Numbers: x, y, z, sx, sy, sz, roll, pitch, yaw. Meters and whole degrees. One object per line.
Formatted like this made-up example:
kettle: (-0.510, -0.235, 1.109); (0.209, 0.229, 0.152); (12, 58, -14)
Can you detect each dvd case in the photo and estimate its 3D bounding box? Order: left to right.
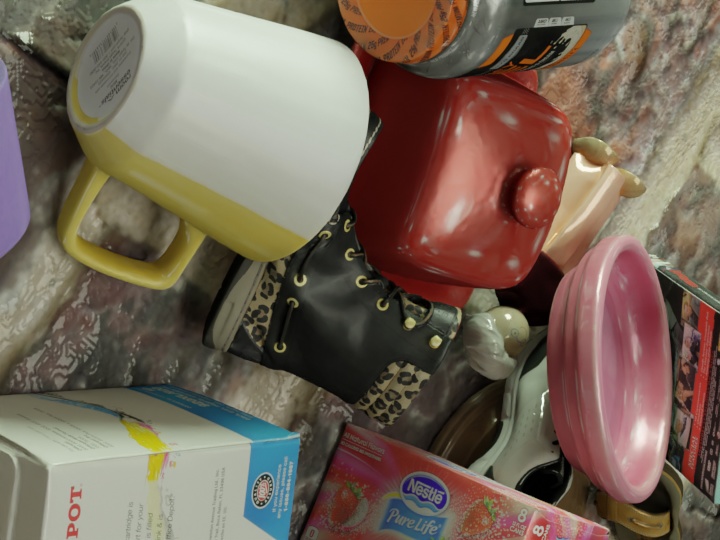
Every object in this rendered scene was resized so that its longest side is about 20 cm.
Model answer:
dvd case: (0.257, 0.082, 1.697); (0.022, 0.200, 0.147); (1, 105, -16)

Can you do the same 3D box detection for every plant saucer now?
plant saucer: (0.118, 0.184, 1.710); (0.199, 0.029, 0.202); (-17, 116, -39)
plant saucer: (0.186, 0.074, 1.614); (0.200, 0.050, 0.202); (-3, 90, -67)

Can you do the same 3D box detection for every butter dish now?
butter dish: (0.078, -0.064, 1.503); (0.199, 0.147, 0.201); (16, 93, -46)

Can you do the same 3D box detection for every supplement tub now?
supplement tub: (0.083, -0.191, 1.423); (0.199, 0.122, 0.123); (-11, 111, -49)

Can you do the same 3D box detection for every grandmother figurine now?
grandmother figurine: (0.139, -0.006, 1.644); (0.121, 0.060, 0.201); (39, 74, -23)

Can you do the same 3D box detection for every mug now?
mug: (-0.103, -0.082, 1.332); (0.153, 0.149, 0.188); (22, 82, -37)

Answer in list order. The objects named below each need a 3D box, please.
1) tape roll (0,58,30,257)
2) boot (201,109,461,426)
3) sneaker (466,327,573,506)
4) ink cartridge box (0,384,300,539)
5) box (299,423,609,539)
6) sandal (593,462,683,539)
tape roll: (-0.279, -0.052, 1.129); (0.199, 0.199, 0.086); (-24, 120, -36)
boot: (0.000, 0.000, 1.425); (0.150, 0.073, 0.201); (30, 107, -8)
sneaker: (0.143, 0.130, 1.636); (0.074, 0.080, 0.201); (40, 64, -31)
ink cartridge box: (-0.164, 0.162, 1.349); (0.199, 0.144, 0.148); (-1, 103, -44)
box: (0.066, 0.193, 1.540); (0.094, 0.199, 0.103); (24, 88, -45)
sandal: (0.222, 0.194, 1.758); (0.054, 0.080, 0.200); (-53, 149, -24)
